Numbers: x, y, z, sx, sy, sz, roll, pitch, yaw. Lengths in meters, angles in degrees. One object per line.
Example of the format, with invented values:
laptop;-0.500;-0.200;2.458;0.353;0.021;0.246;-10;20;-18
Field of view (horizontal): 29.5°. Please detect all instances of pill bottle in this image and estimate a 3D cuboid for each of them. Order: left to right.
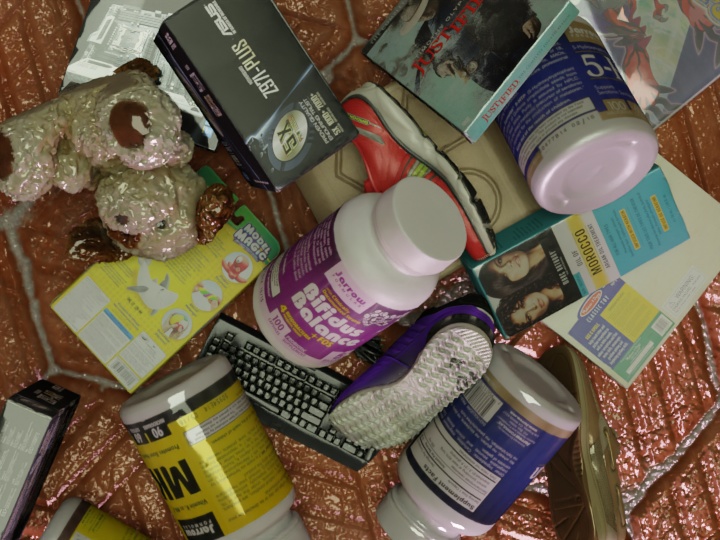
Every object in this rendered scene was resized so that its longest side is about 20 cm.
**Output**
pill bottle;-0.213;0.304;1.276;0.199;0.109;0.110;31;90;-3
pill bottle;-0.130;0.189;1.272;0.114;0.114;0.201;-27;97;-2
pill bottle;0.000;0.000;1.223;0.112;0.112;0.200;50;132;-3
pill bottle;0.105;0.175;1.278;0.111;0.111;0.200;37;105;-3
pill bottle;0.175;-0.163;1.241;0.119;0.120;0.201;-22;60;-2

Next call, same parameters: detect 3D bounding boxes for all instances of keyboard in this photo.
keyboard;-0.053;0.099;1.323;0.199;0.021;0.128;27;90;-4

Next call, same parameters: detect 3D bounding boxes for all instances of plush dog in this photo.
plush dog;-0.202;-0.087;1.224;0.199;0.161;0.172;-11;112;27

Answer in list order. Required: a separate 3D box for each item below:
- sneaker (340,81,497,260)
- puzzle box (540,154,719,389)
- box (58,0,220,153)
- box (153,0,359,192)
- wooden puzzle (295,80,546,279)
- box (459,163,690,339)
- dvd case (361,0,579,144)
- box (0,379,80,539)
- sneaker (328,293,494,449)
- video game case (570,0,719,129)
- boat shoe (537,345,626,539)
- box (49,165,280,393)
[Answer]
sneaker;0.047;-0.079;1.261;0.085;0.077;0.200;-42;82;9
puzzle box;0.267;-0.003;1.334;0.133;0.025;0.200;39;90;-4
box;-0.176;-0.232;1.292;0.157;0.050;0.201;21;91;-4
box;-0.095;-0.159;1.175;0.086;0.200;0.164;-35;101;-6
wooden puzzle;0.052;-0.085;1.314;0.199;0.046;0.186;-29;92;3
box;0.200;-0.022;1.282;0.199;0.049;0.083;-29;110;-2
dvd case;0.093;-0.215;1.240;0.022;0.200;0.146;33;99;-39
box;-0.323;0.206;1.243;0.043;0.160;0.201;23;91;-3
sneaker;0.055;0.089;1.279;0.070;0.100;0.200;42;124;-17
video game case;0.280;-0.260;1.329;0.182;0.023;0.200;-39;93;-1
boat shoe;0.213;0.172;1.322;0.064;0.071;0.201;-2;83;-37
box;-0.182;0.006;1.301;0.200;0.048;0.117;-42;92;1
